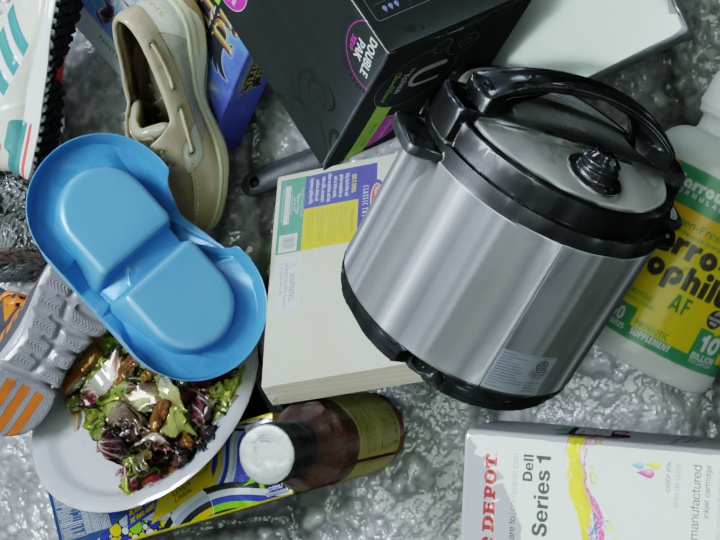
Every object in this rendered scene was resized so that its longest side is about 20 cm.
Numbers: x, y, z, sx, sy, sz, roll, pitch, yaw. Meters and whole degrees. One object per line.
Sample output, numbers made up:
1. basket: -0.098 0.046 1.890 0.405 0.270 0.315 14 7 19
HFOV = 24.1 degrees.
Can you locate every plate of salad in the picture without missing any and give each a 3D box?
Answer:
1. plate of salad: -0.168 0.088 1.264 0.199 0.048 0.201 -17 47 19

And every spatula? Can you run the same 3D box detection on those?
1. spatula: -0.004 -0.099 1.280 0.199 0.021 0.057 -24 75 19

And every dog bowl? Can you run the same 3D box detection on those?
1. dog bowl: -0.157 -0.004 1.213 0.111 0.050 0.200 -43 91 -22

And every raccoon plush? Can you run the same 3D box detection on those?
1. raccoon plush: -0.254 -0.067 1.357 0.199 0.097 0.135 -3 72 -11

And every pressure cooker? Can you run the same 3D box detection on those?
1. pressure cooker: 0.101 -0.035 1.063 0.178 0.176 0.200 37 120 15

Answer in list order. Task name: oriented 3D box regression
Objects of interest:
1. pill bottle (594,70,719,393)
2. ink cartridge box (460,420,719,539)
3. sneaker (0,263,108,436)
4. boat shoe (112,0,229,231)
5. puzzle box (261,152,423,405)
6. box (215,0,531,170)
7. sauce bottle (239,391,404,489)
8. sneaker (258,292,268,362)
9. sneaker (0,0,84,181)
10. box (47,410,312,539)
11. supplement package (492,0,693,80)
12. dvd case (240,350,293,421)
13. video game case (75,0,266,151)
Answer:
1. pill bottle: 0.233 -0.028 1.147 0.112 0.113 0.201 30 99 17
2. ink cartridge box: 0.172 0.187 1.180 0.199 0.084 0.146 3 90 20
3. sneaker: -0.241 0.023 1.293 0.200 0.078 0.112 -50 32 3
4. boat shoe: -0.146 -0.110 1.247 0.072 0.065 0.201 24 133 34
5. puzzle box: 0.000 0.000 1.212 0.132 0.025 0.201 -10 49 15
6. box: -0.008 -0.198 1.085 0.124 0.149 0.200 -26 76 -27
7. sauce bottle: -0.027 0.120 1.191 0.066 0.200 0.066 -1 87 19
8. sneaker: 0.012 0.023 1.247 0.199 0.076 0.081 -21 74 14
9. sneaker: -0.269 -0.171 1.277 0.093 0.070 0.201 12 105 4
10. box: -0.133 0.162 1.279 0.199 0.070 0.065 -18 83 19
11. supplement package: 0.119 -0.222 1.174 0.155 0.111 0.201 -25 90 15
12. dvd case: -0.149 0.115 1.332 0.199 0.016 0.149 -30 79 17
13. video game case: -0.136 -0.207 1.259 0.181 0.045 0.200 47 142 14
